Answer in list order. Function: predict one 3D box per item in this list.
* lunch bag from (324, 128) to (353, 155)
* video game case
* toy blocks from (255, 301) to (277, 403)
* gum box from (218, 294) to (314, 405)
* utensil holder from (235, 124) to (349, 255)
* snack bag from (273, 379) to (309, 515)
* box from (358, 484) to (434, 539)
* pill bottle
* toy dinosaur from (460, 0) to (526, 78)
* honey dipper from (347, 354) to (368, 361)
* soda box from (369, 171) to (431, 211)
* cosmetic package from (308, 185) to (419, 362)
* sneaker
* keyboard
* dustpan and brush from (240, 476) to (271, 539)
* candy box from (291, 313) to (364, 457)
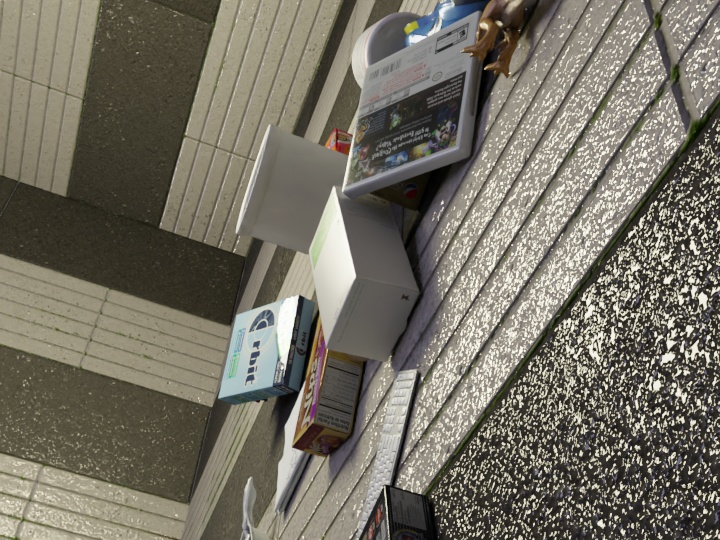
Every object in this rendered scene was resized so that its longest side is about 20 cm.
[{"bbox_3d":[-0.049,-0.132,1.614,0.178,0.080,0.202,-90,21,-56],"label":"lunch bag"},{"bbox_3d":[0.063,-0.191,1.074,0.198,0.023,0.186,-15,57,46],"label":"video game case"},{"bbox_3d":[-0.171,0.178,1.762,0.203,0.099,0.137,-63,25,3],"label":"toy blocks"},{"bbox_3d":[-0.174,0.149,1.681,0.198,0.044,0.173,-20,52,45],"label":"gum box"},{"bbox_3d":[-0.073,-0.108,1.390,0.170,0.196,0.174,-162,90,-78],"label":"utensil holder"},{"bbox_3d":[-0.095,0.246,1.424,0.202,0.021,0.191,-89,19,-56],"label":"snack bag"},{"bbox_3d":[0.015,0.300,0.724,0.201,0.043,0.163,-94,24,-62],"label":"box"},{"bbox_3d":[0.047,-0.306,1.322,0.200,0.111,0.116,-134,63,-77],"label":"pill bottle"},{"bbox_3d":[0.144,-0.257,0.898,0.200,0.059,0.108,172,116,-78],"label":"toy dinosaur"},{"bbox_3d":[0.012,0.025,1.187,0.038,0.037,0.203,121,164,-48],"label":"honey dipper"},{"bbox_3d":[0.040,-0.139,1.214,0.200,0.066,0.065,-114,44,-73],"label":"soda box"},{"bbox_3d":[0.000,0.000,1.091,0.201,0.083,0.109,-104,33,-56],"label":"cosmetic package"},{"bbox_3d":[0.115,-0.292,1.132,0.199,0.065,0.080,174,82,-70],"label":"sneaker"},{"bbox_3d":[0.024,0.200,0.922,0.056,0.010,0.204,145,141,-73],"label":"keyboard"},{"bbox_3d":[-0.173,0.428,1.426,0.140,0.056,0.204,124,160,-57],"label":"dustpan and brush"},{"bbox_3d":[-0.035,0.132,1.208,0.117,0.055,0.204,127,159,-60],"label":"candy box"}]
